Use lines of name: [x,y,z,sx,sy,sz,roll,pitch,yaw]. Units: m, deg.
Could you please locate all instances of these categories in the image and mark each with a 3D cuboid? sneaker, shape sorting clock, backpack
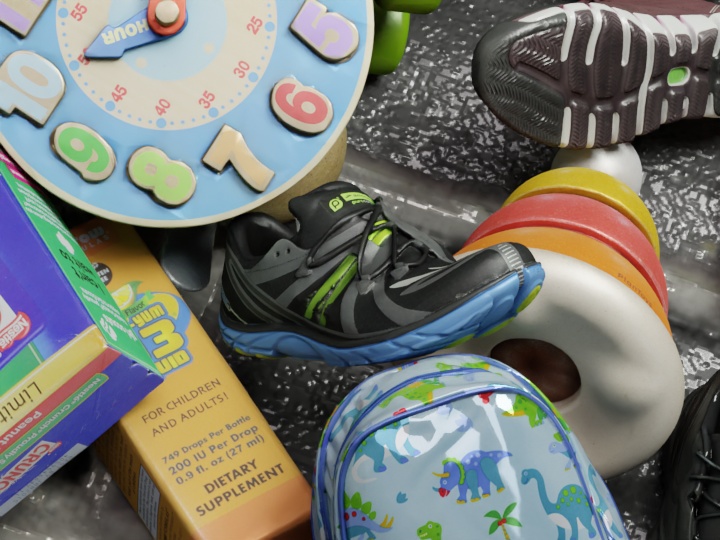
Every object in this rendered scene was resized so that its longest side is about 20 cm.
sneaker: [0.000,0.000,1.191,0.071,0.199,0.083,-14,99,-41]
sneaker: [0.170,0.125,1.227,0.076,0.091,0.200,11,61,-1]
sneaker: [0.120,-0.116,1.353,0.200,0.076,0.115,-3,21,-33]
shape sorting clock: [-0.092,-0.120,1.224,0.200,0.039,0.200,0,87,-2]
backpack: [0.054,0.136,1.156,0.163,0.154,0.200,-16,71,4]

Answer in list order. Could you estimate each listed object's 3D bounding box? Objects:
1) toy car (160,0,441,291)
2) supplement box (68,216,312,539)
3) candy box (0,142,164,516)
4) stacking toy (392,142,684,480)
toy car: [-0.049,-0.083,1.304,0.164,0.158,0.200,5,71,-13]
supplement box: [-0.098,0.068,1.250,0.066,0.069,0.200,-27,63,-21]
candy box: [-0.216,0.021,1.224,0.169,0.077,0.200,-39,67,8]
stacking toy: [0.109,-0.001,1.294,0.146,0.146,0.200,19,42,6]
